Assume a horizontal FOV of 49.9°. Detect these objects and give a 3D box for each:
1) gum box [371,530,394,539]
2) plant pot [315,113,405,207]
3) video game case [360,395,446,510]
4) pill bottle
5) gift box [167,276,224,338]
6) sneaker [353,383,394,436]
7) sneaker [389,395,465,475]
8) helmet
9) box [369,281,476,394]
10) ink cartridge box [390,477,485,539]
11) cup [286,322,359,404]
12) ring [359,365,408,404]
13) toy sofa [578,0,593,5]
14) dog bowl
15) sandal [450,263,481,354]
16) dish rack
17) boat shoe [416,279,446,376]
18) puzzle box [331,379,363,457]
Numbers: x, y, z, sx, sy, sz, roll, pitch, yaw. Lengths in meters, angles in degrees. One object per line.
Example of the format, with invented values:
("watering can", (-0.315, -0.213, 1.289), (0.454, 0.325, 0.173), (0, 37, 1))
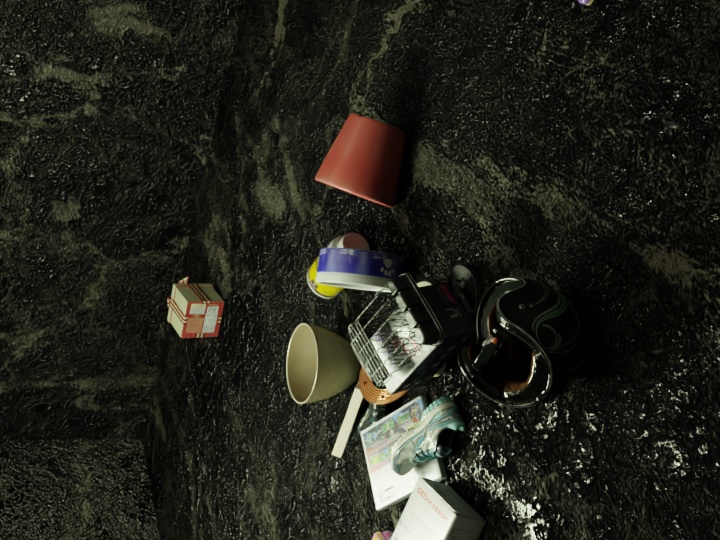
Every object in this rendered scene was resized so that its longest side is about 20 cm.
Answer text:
("gum box", (0.057, 0.678, 1.686), (0.113, 0.066, 0.201), (44, 124, 55))
("plant pot", (0.013, -0.265, 1.837), (0.200, 0.199, 0.178), (29, 101, 61))
("video game case", (0.088, 0.395, 1.669), (0.200, 0.023, 0.183), (-38, 51, 34))
("pill bottle", (-0.054, -0.015, 1.991), (0.200, 0.109, 0.110), (-46, 46, 51))
("gift box", (-0.645, 0.139, 3.057), (0.187, 0.184, 0.201), (38, 115, 49))
("sneaker", (0.054, 0.322, 1.779), (0.082, 0.073, 0.201), (46, 132, 33))
("sneaker", (0.134, 0.350, 1.560), (0.201, 0.077, 0.086), (-56, 48, 20))
("helmet", (0.266, 0.110, 1.251), (0.199, 0.190, 0.201), (14, 118, 28))
("box", (0.116, 0.134, 1.533), (0.123, 0.106, 0.200), (58, 132, 24))
("ink cartridge box", (0.137, 0.527, 1.495), (0.145, 0.084, 0.201), (31, 98, 60))
("cup", (-0.087, 0.238, 1.970), (0.200, 0.142, 0.202), (-18, 69, 60))
("ring", (0.076, 0.207, 1.710), (0.200, 0.019, 0.201), (-34, 34, 27))
("toy sofa", (0.387, -0.535, 1.253), (0.200, 0.082, 0.098), (-43, 47, 52))
("dog bowl", (0.000, 0.000, 1.782), (0.200, 0.199, 0.079), (-2, 80, 63))
("sandal", (0.205, 0.081, 1.534), (0.076, 0.043, 0.202), (-30, 58, 58))
("dish rack", (0.058, 0.120, 1.478), (0.200, 0.054, 0.154), (-51, 58, 40))
("boat shoe", (0.156, 0.118, 1.613), (0.073, 0.063, 0.203), (-4, 94, 32))
("puzzle box", (-0.013, 0.334, 1.855), (0.133, 0.025, 0.201), (-55, -15, -65))
